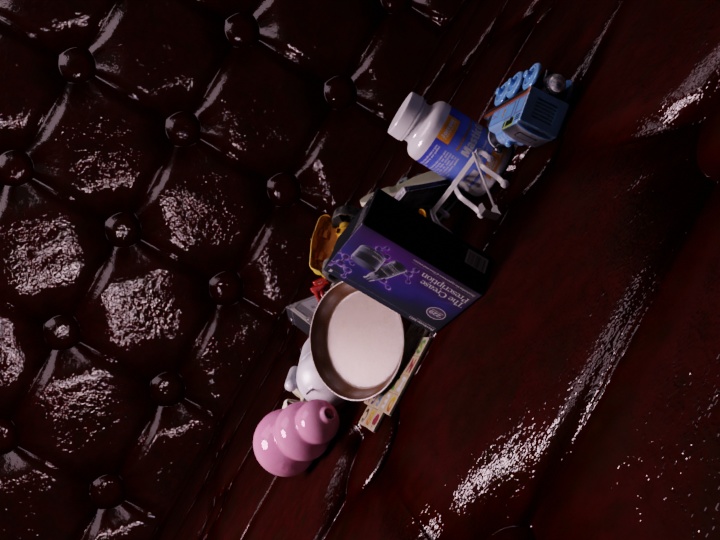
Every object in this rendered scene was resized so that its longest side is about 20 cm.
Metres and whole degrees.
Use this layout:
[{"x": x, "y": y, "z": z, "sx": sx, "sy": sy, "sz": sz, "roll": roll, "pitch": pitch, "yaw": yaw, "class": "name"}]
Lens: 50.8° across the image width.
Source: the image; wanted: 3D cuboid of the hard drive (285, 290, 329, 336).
[{"x": -0.048, "y": 0.087, "z": 1.488, "sx": 0.139, "sy": 0.038, "sz": 0.200, "roll": -19, "pitch": 21, "yaw": -20, "class": "hard drive"}]

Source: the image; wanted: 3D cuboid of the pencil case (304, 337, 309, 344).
[{"x": -0.056, "y": 0.146, "z": 1.642, "sx": 0.089, "sy": 0.088, "sz": 0.200, "roll": -65, "pitch": 9, "yaw": -30, "class": "pencil case"}]

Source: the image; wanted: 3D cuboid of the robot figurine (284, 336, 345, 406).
[{"x": -0.063, "y": 0.187, "z": 1.448, "sx": 0.169, "sy": 0.113, "sz": 0.200, "roll": -22, "pitch": 16, "yaw": 7, "class": "robot figurine"}]

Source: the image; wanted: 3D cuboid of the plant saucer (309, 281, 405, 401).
[{"x": -0.001, "y": 0.113, "z": 1.251, "sx": 0.034, "sy": 0.200, "sz": 0.200, "roll": 6, "pitch": -56, "yaw": -52, "class": "plant saucer"}]

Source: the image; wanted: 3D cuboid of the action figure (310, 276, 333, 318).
[{"x": -0.028, "y": 0.108, "z": 1.347, "sx": 0.052, "sy": 0.200, "sz": 0.065, "roll": -21, "pitch": 14, "yaw": 4, "class": "action figure"}]

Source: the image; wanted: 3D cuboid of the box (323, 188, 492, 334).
[{"x": 0.068, "y": -0.009, "z": 1.110, "sx": 0.141, "sy": 0.200, "sz": 0.079, "roll": -47, "pitch": 15, "yaw": 54, "class": "box"}]

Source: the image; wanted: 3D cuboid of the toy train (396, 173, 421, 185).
[{"x": 0.097, "y": -0.123, "z": 1.693, "sx": 0.200, "sy": 0.085, "sz": 0.114, "roll": -57, "pitch": 22, "yaw": 7, "class": "toy train"}]

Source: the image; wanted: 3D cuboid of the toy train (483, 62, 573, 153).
[{"x": 0.260, "y": -0.252, "z": 1.208, "sx": 0.114, "sy": 0.087, "sz": 0.200, "roll": -67, "pitch": 12, "yaw": -7, "class": "toy train"}]

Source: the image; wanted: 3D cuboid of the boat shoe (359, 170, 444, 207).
[{"x": 0.100, "y": -0.139, "z": 1.451, "sx": 0.200, "sy": 0.063, "sz": 0.071, "roll": -19, "pitch": 20, "yaw": 8, "class": "boat shoe"}]

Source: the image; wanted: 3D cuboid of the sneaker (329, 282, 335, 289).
[{"x": 0.000, "y": 0.000, "z": 1.486, "sx": 0.200, "sy": 0.114, "sz": 0.076, "roll": -77, "pitch": -22, "yaw": -46, "class": "sneaker"}]

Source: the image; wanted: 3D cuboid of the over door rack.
[{"x": 0.174, "y": -0.087, "z": 1.221, "sx": 0.148, "sy": 0.066, "sz": 0.200, "roll": -55, "pitch": 17, "yaw": 33, "class": "over door rack"}]

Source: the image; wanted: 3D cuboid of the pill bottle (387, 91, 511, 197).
[{"x": 0.153, "y": -0.224, "z": 1.322, "sx": 0.112, "sy": 0.200, "sz": 0.112, "roll": -57, "pitch": 10, "yaw": 16, "class": "pill bottle"}]

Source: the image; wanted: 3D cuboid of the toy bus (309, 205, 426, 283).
[{"x": 0.032, "y": -0.014, "z": 1.335, "sx": 0.192, "sy": 0.199, "sz": 0.136, "roll": 62, "pitch": -148, "yaw": -56, "class": "toy bus"}]

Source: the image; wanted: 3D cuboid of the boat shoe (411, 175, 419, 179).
[{"x": 0.128, "y": -0.153, "z": 1.509, "sx": 0.200, "sy": 0.072, "sz": 0.076, "roll": -38, "pitch": 21, "yaw": 6, "class": "boat shoe"}]

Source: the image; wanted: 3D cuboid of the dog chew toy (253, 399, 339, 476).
[{"x": -0.110, "y": 0.297, "z": 1.379, "sx": 0.200, "sy": 0.124, "sz": 0.125, "roll": -39, "pitch": 21, "yaw": 42, "class": "dog chew toy"}]

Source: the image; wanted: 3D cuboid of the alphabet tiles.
[{"x": 0.057, "y": 0.165, "z": 1.228, "sx": 0.200, "sy": 0.006, "sz": 0.166, "roll": -61, "pitch": 10, "yaw": -9, "class": "alphabet tiles"}]

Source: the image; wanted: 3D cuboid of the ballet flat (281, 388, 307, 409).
[{"x": -0.122, "y": 0.282, "z": 1.589, "sx": 0.068, "sy": 0.075, "sz": 0.200, "roll": -50, "pitch": 13, "yaw": 49, "class": "ballet flat"}]

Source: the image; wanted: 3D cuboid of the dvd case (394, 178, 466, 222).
[{"x": 0.112, "y": -0.116, "z": 1.397, "sx": 0.200, "sy": 0.016, "sz": 0.149, "roll": -15, "pitch": -25, "yaw": -41, "class": "dvd case"}]
